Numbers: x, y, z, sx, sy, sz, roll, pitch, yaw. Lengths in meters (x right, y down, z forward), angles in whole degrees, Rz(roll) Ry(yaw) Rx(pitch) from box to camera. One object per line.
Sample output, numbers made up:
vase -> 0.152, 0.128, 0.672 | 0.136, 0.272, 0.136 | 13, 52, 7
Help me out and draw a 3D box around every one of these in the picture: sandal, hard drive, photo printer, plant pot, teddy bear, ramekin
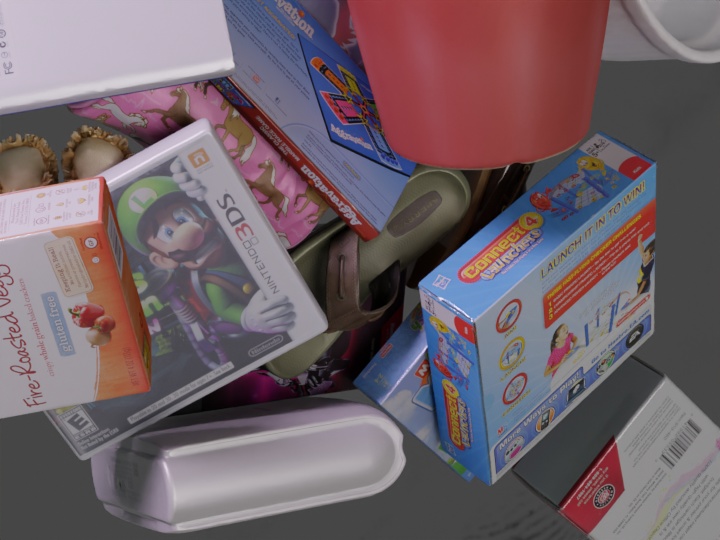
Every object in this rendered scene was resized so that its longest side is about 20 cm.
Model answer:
sandal -> 0.000, -0.001, 1.225 | 0.201, 0.057, 0.080 | -44, 124, 3
hard drive -> -0.189, -0.171, 1.073 | 0.199, 0.025, 0.133 | -11, 86, -9
photo printer -> -0.076, 0.136, 1.239 | 0.199, 0.166, 0.070 | -7, 93, -26
plant pot -> 0.079, -0.174, 1.141 | 0.200, 0.200, 0.178 | -16, 117, -23
teddy bear -> -0.192, -0.012, 1.163 | 0.144, 0.067, 0.201 | -23, 124, 2
ramekin -> 0.209, -0.248, 1.252 | 0.200, 0.097, 0.202 | 1, 88, -46

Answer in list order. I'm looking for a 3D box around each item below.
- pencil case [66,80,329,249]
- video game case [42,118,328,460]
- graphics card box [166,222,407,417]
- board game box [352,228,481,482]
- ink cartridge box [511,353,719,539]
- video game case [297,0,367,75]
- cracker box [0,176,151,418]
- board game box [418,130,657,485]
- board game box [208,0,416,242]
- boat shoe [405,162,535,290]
pencil case -> -0.105, -0.091, 1.173 | 0.200, 0.087, 0.083 | 36, 105, -32
video game case -> -0.146, 0.018, 1.139 | 0.199, 0.023, 0.182 | -28, 123, 3
graphics card box -> -0.061, 0.032, 1.274 | 0.199, 0.051, 0.126 | -5, 112, -27
board game box -> 0.089, 0.072, 1.341 | 0.151, 0.037, 0.200 | -50, 146, -3
ink cartridge box -> 0.250, 0.184, 1.490 | 0.146, 0.083, 0.200 | -51, 125, -3
video game case -> 0.039, -0.168, 1.232 | 0.199, 0.023, 0.183 | -30, 108, -9
cracker box -> -0.242, 0.027, 1.070 | 0.199, 0.058, 0.134 | -10, 125, 1
board game box -> 0.138, 0.030, 1.279 | 0.200, 0.056, 0.196 | -39, 143, -24
board game box -> -0.040, -0.123, 1.166 | 0.200, 0.019, 0.103 | 46, 47, -19
boat shoe -> 0.102, -0.067, 1.314 | 0.070, 0.070, 0.201 | 24, 96, -28
